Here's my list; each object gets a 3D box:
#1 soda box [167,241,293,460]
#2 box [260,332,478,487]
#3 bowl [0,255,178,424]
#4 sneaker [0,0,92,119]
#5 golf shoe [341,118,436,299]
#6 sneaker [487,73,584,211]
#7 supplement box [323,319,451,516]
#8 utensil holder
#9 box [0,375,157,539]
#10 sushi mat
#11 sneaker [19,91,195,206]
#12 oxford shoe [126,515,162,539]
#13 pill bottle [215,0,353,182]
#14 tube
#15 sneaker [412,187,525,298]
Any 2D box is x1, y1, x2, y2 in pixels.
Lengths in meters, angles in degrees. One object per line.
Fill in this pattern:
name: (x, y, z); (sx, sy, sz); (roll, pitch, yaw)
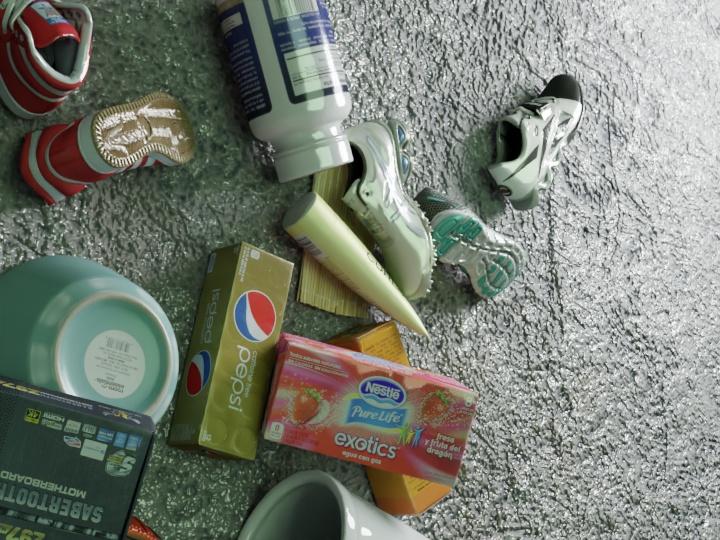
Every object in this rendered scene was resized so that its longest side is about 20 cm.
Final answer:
soda box: (-0.126, 0.081, 1.151); (0.067, 0.064, 0.203); (23, 70, -34)
box: (0.005, 0.136, 1.167); (0.197, 0.103, 0.096); (16, 91, -9)
bowl: (-0.239, 0.081, 1.032); (0.198, 0.104, 0.205); (8, 78, -38)
sneaker: (-0.300, -0.238, 1.013); (0.071, 0.112, 0.202); (-35, 106, -37)
golf shoe: (0.019, -0.063, 1.276); (0.096, 0.078, 0.204); (-8, 80, -36)
sneaker: (0.217, -0.182, 1.469); (0.088, 0.073, 0.202); (41, 59, -30)
supplement box: (0.030, 0.159, 1.267); (0.068, 0.066, 0.203); (-26, 101, -39)
utensil holder: (-0.004, 0.314, 1.150); (0.199, 0.169, 0.172); (34, 63, -32)
box: (-0.279, 0.171, 0.933); (0.197, 0.051, 0.160); (18, 94, -17)
sushi mat: (-0.020, -0.051, 1.292); (0.095, 0.012, 0.204); (18, 73, -38)
sneaker: (-0.238, -0.114, 1.097); (0.200, 0.111, 0.072); (-27, 99, -69)
oxford shoe: (-0.266, 0.229, 1.020); (0.198, 0.071, 0.074); (23, 86, -28)
pill bottle: (-0.072, -0.199, 1.209); (0.110, 0.110, 0.203); (-19, 95, -39)
tube: (0.000, 0.000, 1.254); (0.200, 0.052, 0.058); (45, 38, -23)
sneaker: (0.124, -0.039, 1.371); (0.078, 0.091, 0.200); (-43, 142, 5)
